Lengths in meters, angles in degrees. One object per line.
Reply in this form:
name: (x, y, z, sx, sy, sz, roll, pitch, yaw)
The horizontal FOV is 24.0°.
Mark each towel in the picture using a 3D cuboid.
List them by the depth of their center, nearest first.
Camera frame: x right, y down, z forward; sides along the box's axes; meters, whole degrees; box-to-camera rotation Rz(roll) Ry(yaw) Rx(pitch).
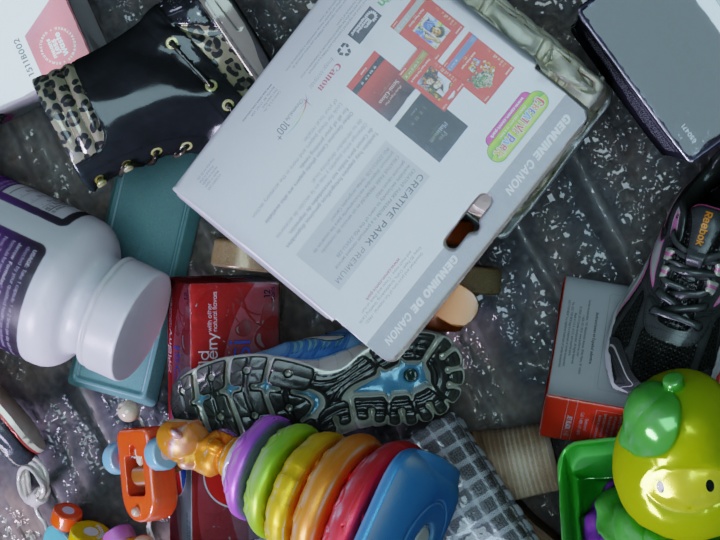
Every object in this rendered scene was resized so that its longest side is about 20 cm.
towel: (0.023, 0.214, 1.128, 0.200, 0.086, 0.166, -34, 80, 6)

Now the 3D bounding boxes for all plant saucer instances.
plant saucer: (-0.161, -0.004, 1.236, 0.070, 0.019, 0.201, 14, 95, 5)

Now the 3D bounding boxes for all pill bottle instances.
pill bottle: (-0.238, 0.000, 1.187, 0.199, 0.111, 0.112, 24, 96, 13)

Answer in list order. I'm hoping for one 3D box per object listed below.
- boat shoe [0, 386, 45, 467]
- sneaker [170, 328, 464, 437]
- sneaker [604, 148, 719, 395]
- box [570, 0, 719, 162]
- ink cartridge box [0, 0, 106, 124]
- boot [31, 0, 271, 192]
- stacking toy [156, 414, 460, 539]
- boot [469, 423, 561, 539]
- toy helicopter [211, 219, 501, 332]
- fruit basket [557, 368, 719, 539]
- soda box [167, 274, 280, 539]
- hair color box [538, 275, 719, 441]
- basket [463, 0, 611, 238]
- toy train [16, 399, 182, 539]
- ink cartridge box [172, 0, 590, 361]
boat shoe: (-0.314, 0.079, 1.230, 0.200, 0.071, 0.063, 41, 82, 9)
sneaker: (-0.030, 0.081, 1.153, 0.199, 0.090, 0.079, -8, 99, 0)
sneaker: (0.216, -0.003, 1.112, 0.080, 0.086, 0.201, 16, 60, 12)
box: (0.249, -0.174, 1.084, 0.200, 0.198, 0.123, -37, 91, 8)
ink cartridge box: (-0.293, -0.157, 1.216, 0.199, 0.067, 0.117, -24, 91, 7)
boot: (-0.117, -0.087, 1.176, 0.153, 0.073, 0.204, -29, 105, -2)
stacking toy: (-0.046, 0.135, 1.071, 0.199, 0.116, 0.110, 21, 80, 26)
boot: (0.080, 0.215, 1.197, 0.154, 0.074, 0.201, -15, 81, 7)
toy helicopter: (0.000, 0.000, 1.137, 0.199, 0.132, 0.079, 6, 95, -15)
fruit basket: (0.216, 0.150, 1.045, 0.215, 0.216, 0.156, -4, 73, 7)
soda box: (-0.098, 0.105, 1.202, 0.070, 0.063, 0.201, -1, 93, -21)
hair color box: (0.228, 0.074, 1.150, 0.199, 0.061, 0.102, 10, 57, 7)
basket: (0.057, -0.130, 1.148, 0.200, 0.123, 0.136, 38, 96, 4)
toy train: (-0.170, 0.173, 1.198, 0.200, 0.055, 0.151, -18, 79, 50)
ink cartridge box: (0.018, -0.071, 1.046, 0.175, 0.084, 0.200, 40, 96, 7)
